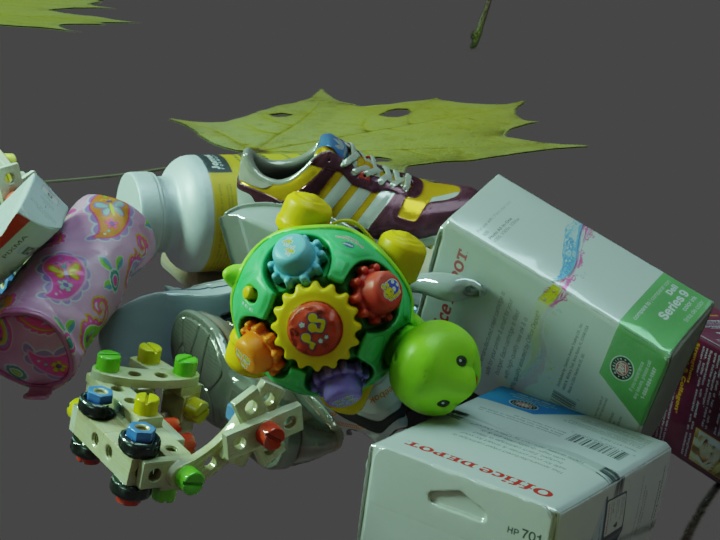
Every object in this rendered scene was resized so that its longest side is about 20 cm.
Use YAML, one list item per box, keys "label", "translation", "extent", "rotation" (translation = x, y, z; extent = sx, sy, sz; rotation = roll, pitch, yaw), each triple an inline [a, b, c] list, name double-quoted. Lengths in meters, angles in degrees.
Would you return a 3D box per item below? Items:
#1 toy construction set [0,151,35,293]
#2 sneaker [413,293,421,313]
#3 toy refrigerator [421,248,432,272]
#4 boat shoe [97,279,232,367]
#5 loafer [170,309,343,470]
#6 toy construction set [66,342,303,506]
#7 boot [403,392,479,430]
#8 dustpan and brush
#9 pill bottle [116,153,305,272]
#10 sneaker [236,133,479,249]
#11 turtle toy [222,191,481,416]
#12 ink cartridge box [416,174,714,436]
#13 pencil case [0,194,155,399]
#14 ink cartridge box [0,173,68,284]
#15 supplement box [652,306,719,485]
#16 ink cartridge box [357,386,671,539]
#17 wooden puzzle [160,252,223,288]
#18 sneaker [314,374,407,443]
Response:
- label: "toy construction set"
  translation: [-0.312, -0.043, 1.517]
  extent: [0.092, 0.132, 0.200]
  rotation: [2, 3, -20]
- label: "sneaker"
  translation: [-0.021, 0.060, 1.504]
  extent: [0.199, 0.082, 0.074]
  rotation: [-7, -27, 35]
- label: "toy refrigerator"
  translation: [0.069, 0.038, 1.565]
  extent: [0.075, 0.070, 0.200]
  rotation: [0, 33, -30]
- label: "boat shoe"
  translation: [-0.127, 0.039, 1.461]
  extent: [0.201, 0.075, 0.086]
  rotation: [-18, 1, -8]
- label: "loafer"
  translation: [-0.085, 0.094, 1.340]
  extent: [0.063, 0.072, 0.200]
  rotation: [1, 26, -34]
- label: "toy construction set"
  translation: [-0.134, 0.112, 1.219]
  extent: [0.130, 0.093, 0.199]
  rotation: [-1, 8, -37]
- label: "boot"
  translation: [0.117, 0.103, 1.425]
  extent: [0.199, 0.074, 0.151]
  rotation: [18, 18, 14]
- label: "dustpan and brush"
  translation: [-0.001, 0.011, 1.298]
  extent: [0.199, 0.140, 0.057]
  rotation: [12, 43, 33]
- label: "pill bottle"
  translation: [-0.128, -0.056, 1.628]
  extent: [0.199, 0.113, 0.112]
  rotation: [-2, 19, -26]
- label: "sneaker"
  translation: [0.000, -0.065, 1.348]
  extent: [0.198, 0.091, 0.075]
  rotation: [-5, 19, 2]
- label: "turtle toy"
  translation: [-0.007, 0.040, 1.215]
  extent: [0.199, 0.147, 0.101]
  rotation: [22, 13, -1]
- label: "ink cartridge box"
  translation: [0.149, 0.043, 1.301]
  extent: [0.199, 0.146, 0.087]
  rotation: [31, 45, 18]
- label: "pencil case"
  translation: [-0.238, 0.018, 1.387]
  extent: [0.087, 0.088, 0.200]
  rotation: [12, 35, 8]
- label: "ink cartridge box"
  translation: [-0.307, 0.013, 1.328]
  extent: [0.057, 0.162, 0.200]
  rotation: [46, 8, -18]
- label: "supplement box"
  translation: [0.309, 0.106, 1.467]
  extent: [0.085, 0.111, 0.200]
  rotation: [2, 17, -30]
- label: "ink cartridge box"
  translation: [0.110, 0.157, 1.195]
  extent: [0.146, 0.086, 0.200]
  rotation: [18, 18, 28]
- label: "wooden puzzle"
  translation: [-0.077, 0.017, 1.682]
  extent: [0.199, 0.047, 0.185]
  rotation: [-3, 19, -27]
- label: "sneaker"
  translation: [-0.031, 0.097, 1.387]
  extent: [0.073, 0.080, 0.200]
  rotation: [-31, 17, -23]
